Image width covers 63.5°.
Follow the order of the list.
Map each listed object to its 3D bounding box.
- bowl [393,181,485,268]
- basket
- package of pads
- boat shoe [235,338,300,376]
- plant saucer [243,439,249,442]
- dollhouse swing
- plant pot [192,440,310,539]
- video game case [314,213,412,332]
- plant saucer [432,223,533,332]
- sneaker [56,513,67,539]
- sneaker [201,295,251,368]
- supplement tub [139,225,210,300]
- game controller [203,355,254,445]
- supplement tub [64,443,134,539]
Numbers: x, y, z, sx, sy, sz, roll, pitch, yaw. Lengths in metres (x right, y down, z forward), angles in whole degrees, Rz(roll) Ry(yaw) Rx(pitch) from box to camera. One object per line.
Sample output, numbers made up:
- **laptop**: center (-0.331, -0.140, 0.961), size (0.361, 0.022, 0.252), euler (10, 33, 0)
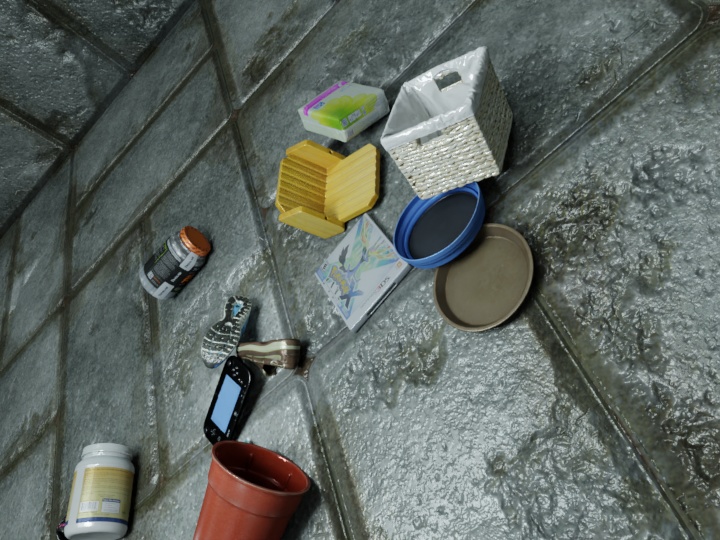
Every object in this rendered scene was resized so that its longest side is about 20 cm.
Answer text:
- **bowl**: center (0.151, -0.092, 1.113), size (0.198, 0.039, 0.204), euler (-31, 38, 27)
- **basket**: center (0.170, -0.272, 1.098), size (0.194, 0.162, 0.203), euler (-14, 39, 36)
- **package of pads**: center (-0.039, -0.391, 1.420), size (0.153, 0.069, 0.198), euler (-37, 39, -19)
- **boat shoe**: center (-0.211, 0.196, 1.289), size (0.199, 0.073, 0.077), euler (-13, 75, 45)
- **plant saucer**: center (-0.274, 0.466, 1.235), size (0.069, 0.019, 0.204), euler (29, 89, 47)
- **dollhouse swing**: center (-0.074, -0.212, 1.328), size (0.175, 0.178, 0.206), euler (-35, 44, 49)
- **plant pot**: center (-0.216, 0.455, 1.076), size (0.198, 0.198, 0.201), euler (20, 89, 46)
- **video game case**: center (0.000, 0.000, 1.238), size (0.183, 0.022, 0.201), euler (-49, 44, 11)
- **plant saucer**: center (0.217, 0.014, 1.029), size (0.196, 0.029, 0.205), euler (-22, 54, 33)
- **sneaker**: center (-0.738, 0.653, 1.506), size (0.076, 0.083, 0.204), euler (-35, 48, 20)
- **sneaker**: center (-0.306, 0.157, 1.366), size (0.076, 0.092, 0.202), euler (15, 42, 8)
- **supplement tub**: center (-0.525, -0.023, 1.657), size (0.199, 0.122, 0.124), euler (-42, 46, 16)
- **game controller**: center (-0.296, 0.298, 1.306), size (0.104, 0.041, 0.205), euler (29, 102, 49)
- **supplement tub**: center (-0.634, 0.544, 1.428), size (0.142, 0.143, 0.205), euler (-26, 52, 29)
